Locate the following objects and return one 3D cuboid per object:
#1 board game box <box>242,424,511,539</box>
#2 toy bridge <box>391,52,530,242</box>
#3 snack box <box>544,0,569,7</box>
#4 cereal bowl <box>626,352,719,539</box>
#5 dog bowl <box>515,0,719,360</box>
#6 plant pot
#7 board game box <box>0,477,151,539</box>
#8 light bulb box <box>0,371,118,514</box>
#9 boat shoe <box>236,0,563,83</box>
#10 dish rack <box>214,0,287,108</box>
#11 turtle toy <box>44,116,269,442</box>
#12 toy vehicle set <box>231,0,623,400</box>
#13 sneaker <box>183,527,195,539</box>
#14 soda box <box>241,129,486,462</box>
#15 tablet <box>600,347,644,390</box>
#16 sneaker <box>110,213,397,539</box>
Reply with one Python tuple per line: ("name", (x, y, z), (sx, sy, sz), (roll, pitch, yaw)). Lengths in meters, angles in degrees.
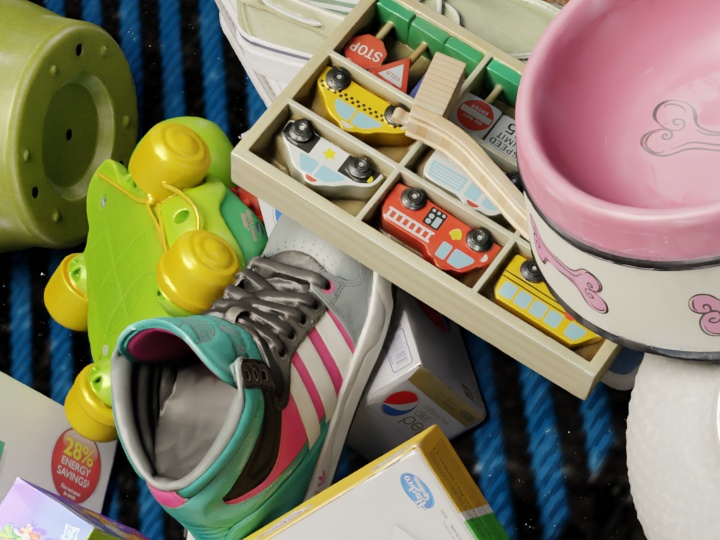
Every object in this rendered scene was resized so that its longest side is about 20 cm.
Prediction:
("board game box", (-0.010, 0.184, 1.075), (0.200, 0.040, 0.153), (-31, 92, 18))
("toy bridge", (0.107, -0.035, 1.083), (0.199, 0.027, 0.067), (21, 63, 6))
("snack box", (0.149, -0.172, 1.158), (0.199, 0.142, 0.053), (8, 70, 39))
("cereal bowl", (0.202, 0.066, 0.984), (0.199, 0.083, 0.201), (-6, 72, 20))
("dog bowl", (0.153, -0.064, 0.992), (0.199, 0.074, 0.201), (-16, 47, 18))
("plant pot", (-0.241, -0.087, 1.385), (0.192, 0.200, 0.201), (10, 70, 27))
("board game box", (-0.153, 0.180, 1.139), (0.045, 0.200, 0.135), (31, 84, 15))
("light bulb box", (-0.273, 0.117, 1.264), (0.199, 0.198, 0.125), (-6, 63, 35))
("boat shoe", (0.026, -0.122, 1.196), (0.199, 0.062, 0.072), (6, 54, 17))
("dish rack", (0.005, -0.177, 1.338), (0.200, 0.044, 0.172), (-39, 47, 10))
("turtle toy", (-0.095, -0.005, 1.267), (0.146, 0.101, 0.201), (-51, 40, 36))
("toy vehicle set", (0.056, -0.041, 1.114), (0.200, 0.027, 0.124), (32, 64, 12))
("sneaker", (-0.040, 0.149, 1.173), (0.087, 0.076, 0.201), (4, 70, 22))
("soda box", (0.000, 0.000, 1.219), (0.064, 0.068, 0.201), (-31, 49, 18))
("tablet", (0.089, -0.029, 1.159), (0.200, 0.014, 0.130), (30, 65, 30))
("sneaker", (-0.055, 0.030, 1.108), (0.083, 0.121, 0.201), (6, 75, 34))
